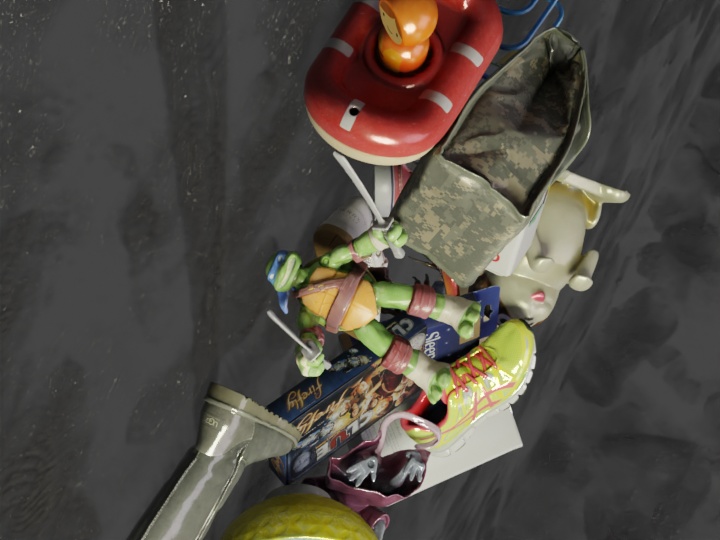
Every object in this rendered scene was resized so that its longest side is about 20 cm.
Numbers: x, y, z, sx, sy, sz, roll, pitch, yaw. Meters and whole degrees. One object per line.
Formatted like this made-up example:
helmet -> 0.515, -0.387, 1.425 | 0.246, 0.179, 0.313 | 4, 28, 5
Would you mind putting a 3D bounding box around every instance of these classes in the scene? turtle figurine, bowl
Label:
turtle figurine -> 0.008, 0.034, 1.324 | 0.200, 0.192, 0.145 | -53, -166, 57
bowl -> -0.068, 0.300, 1.621 | 0.201, 0.197, 0.109 | 97, -8, -48

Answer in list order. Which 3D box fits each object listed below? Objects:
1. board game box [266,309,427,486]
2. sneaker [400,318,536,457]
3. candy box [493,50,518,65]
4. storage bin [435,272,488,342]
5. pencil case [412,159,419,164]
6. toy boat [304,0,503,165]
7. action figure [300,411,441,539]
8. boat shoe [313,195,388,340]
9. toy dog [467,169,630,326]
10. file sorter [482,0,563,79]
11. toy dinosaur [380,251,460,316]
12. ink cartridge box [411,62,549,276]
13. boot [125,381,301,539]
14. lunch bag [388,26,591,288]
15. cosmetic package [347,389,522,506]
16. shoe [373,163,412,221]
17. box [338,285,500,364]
board game box -> -0.014, 0.139, 1.628 | 0.199, 0.035, 0.136 | -34, 152, -23
sneaker -> 0.124, 0.133, 1.722 | 0.201, 0.078, 0.090 | -51, 137, 11
candy box -> 0.162, -0.157, 1.812 | 0.115, 0.055, 0.202 | -40, 151, -56
storage bin -> 0.178, 0.030, 2.077 | 0.199, 0.093, 0.201 | -54, 161, -28
pencil case -> 0.058, -0.159, 1.450 | 0.089, 0.078, 0.200 | -42, 164, 5
toy boat -> 0.035, -0.189, 1.235 | 0.201, 0.129, 0.131 | -58, 168, -20
action figure -> -0.011, 0.246, 1.732 | 0.150, 0.133, 0.200 | -63, -173, -30
boat shoe -> 0.000, 0.000, 1.520 | 0.070, 0.070, 0.201 | -55, 160, -27
toy dog -> 0.202, -0.027, 1.793 | 0.138, 0.193, 0.202 | 18, 91, -37
file sorter -> 0.128, -0.297, 1.389 | 0.139, 0.122, 0.201 | -55, 161, -30
toy dinosaur -> 0.106, 0.026, 1.770 | 0.181, 0.198, 0.106 | -22, -129, 67
ink cartridge box -> 0.138, -0.116, 1.643 | 0.084, 0.144, 0.202 | -47, 157, -51
boot -> -0.143, 0.217, 1.399 | 0.182, 0.072, 0.202 | 38, 71, -59
lunch bag -> 0.129, -0.110, 1.350 | 0.201, 0.117, 0.164 | -57, -178, -29
cosmetic package -> 0.088, 0.201, 1.835 | 0.198, 0.114, 0.081 | -20, -178, -18
shoe -> 0.062, -0.075, 1.520 | 0.200, 0.090, 0.072 | 69, 20, -75
box -> 0.074, 0.085, 1.730 | 0.198, 0.033, 0.122 | -19, 149, -8
